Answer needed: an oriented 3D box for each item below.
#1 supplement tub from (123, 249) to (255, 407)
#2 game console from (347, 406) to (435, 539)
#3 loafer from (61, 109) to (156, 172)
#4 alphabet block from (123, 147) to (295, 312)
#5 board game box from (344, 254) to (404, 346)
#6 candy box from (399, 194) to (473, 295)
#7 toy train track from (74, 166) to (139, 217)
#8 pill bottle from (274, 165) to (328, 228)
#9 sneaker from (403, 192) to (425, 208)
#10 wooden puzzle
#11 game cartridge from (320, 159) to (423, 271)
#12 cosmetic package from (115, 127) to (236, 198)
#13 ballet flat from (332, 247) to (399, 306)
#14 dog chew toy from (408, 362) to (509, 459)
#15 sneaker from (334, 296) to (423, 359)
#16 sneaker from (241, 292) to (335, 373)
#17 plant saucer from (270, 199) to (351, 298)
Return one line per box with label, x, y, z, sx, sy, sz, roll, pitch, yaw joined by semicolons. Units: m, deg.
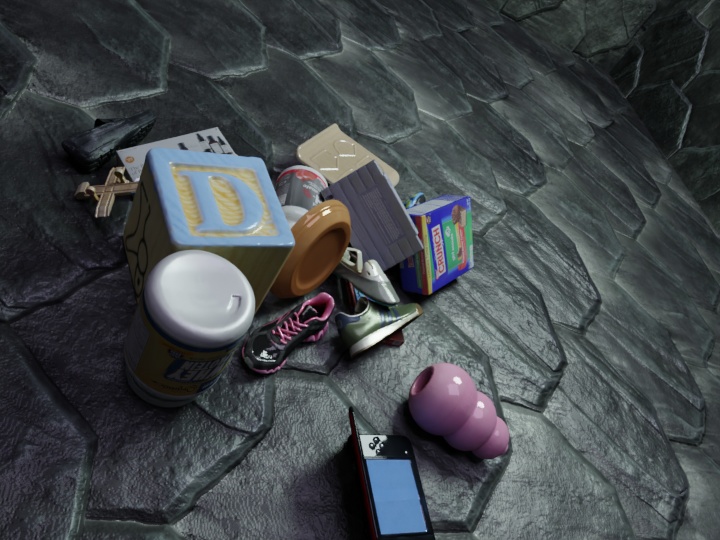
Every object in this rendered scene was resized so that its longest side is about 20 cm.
supplement tub;-0.241;0.086;0.809;0.143;0.200;0.146;19;43;-19
game console;0.049;0.318;0.870;0.171;0.119;0.202;10;48;-28
loafer;-0.452;-0.252;1.073;0.070;0.068;0.201;43;43;-7
alphabet block;-0.247;-0.049;0.933;0.195;0.200;0.197;0;53;-35
board game box;0.022;0.055;1.173;0.102;0.019;0.202;12;47;-29
candy box;0.165;-0.061;1.275;0.076;0.171;0.199;8;22;40
toy train track;-0.379;-0.145;0.970;0.197;0.033;0.116;-4;53;5
pill bottle;-0.125;-0.103;1.142;0.110;0.111;0.201;23;42;-17
sneaker;0.124;-0.105;1.369;0.082;0.071;0.201;36;40;-21
wooden puzzle;-0.029;-0.220;1.293;0.199;0.046;0.185;40;42;2
game cartridge;0.026;-0.101;1.157;0.201;0.129;0.038;59;6;-14
cosmetic package;-0.338;-0.202;1.089;0.199;0.051;0.083;-24;64;-31
ballet flat;0.000;0.000;1.112;0.067;0.064;0.199;-4;26;-45
dog chew toy;0.180;0.255;1.029;0.200;0.124;0.125;40;39;-9
sneaker;0.032;0.082;1.087;0.199;0.067;0.090;-25;75;-43
sneaker;-0.113;0.094;0.979;0.079;0.096;0.200;47;42;9
plant saucer;-0.081;-0.029;1.033;0.037;0.202;0.200;36;38;19
